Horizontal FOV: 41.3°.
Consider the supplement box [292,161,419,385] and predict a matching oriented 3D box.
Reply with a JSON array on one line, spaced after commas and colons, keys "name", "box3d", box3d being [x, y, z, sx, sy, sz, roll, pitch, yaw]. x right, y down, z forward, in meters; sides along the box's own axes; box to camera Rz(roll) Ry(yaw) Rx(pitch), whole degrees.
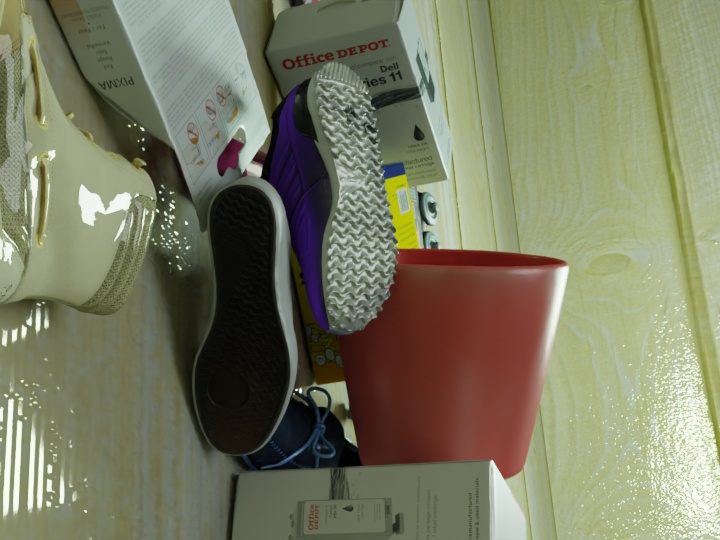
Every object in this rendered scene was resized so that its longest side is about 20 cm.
[{"name": "supplement box", "box3d": [0.000, 0.000, 0.956, 0.110, 0.109, 0.201, -32, 111, -74]}]

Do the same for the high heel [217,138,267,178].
[{"name": "high heel", "box3d": [-0.065, -0.074, 0.794, 0.200, 0.096, 0.068, 41, 42, -67]}]

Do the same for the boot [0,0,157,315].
[{"name": "boot", "box3d": [-0.166, -0.077, 0.482, 0.155, 0.073, 0.201, 17, 66, -72]}]

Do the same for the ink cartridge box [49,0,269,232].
[{"name": "ink cartridge box", "box3d": [-0.134, -0.150, 0.677, 0.162, 0.050, 0.200, -69, 150, -52]}]

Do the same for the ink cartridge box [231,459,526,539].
[{"name": "ink cartridge box", "box3d": [0.019, 0.210, 0.735, 0.147, 0.199, 0.083, 57, 32, -55]}]

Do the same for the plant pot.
[{"name": "plant pot", "box3d": [0.071, 0.075, 0.806, 0.200, 0.200, 0.178, -15, 107, -74]}]

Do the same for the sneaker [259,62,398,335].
[{"name": "sneaker", "box3d": [-0.033, -0.047, 0.728, 0.069, 0.099, 0.201, 6, 76, -43]}]

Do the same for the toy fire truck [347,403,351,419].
[{"name": "toy fire truck", "box3d": [0.038, 0.148, 1.006, 0.200, 0.141, 0.049, 23, 65, -54]}]

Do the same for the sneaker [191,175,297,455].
[{"name": "sneaker", "box3d": [-0.076, 0.031, 0.692, 0.085, 0.073, 0.201, -75, 172, -78]}]

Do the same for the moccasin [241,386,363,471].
[{"name": "moccasin", "box3d": [-0.044, 0.135, 0.796, 0.200, 0.068, 0.081, 47, 37, -64]}]

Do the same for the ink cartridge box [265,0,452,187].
[{"name": "ink cartridge box", "box3d": [0.003, -0.183, 1.012, 0.083, 0.146, 0.200, -80, 155, -47]}]

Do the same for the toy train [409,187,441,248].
[{"name": "toy train", "box3d": [0.051, -0.028, 1.223, 0.114, 0.085, 0.201, 11, 72, -60]}]

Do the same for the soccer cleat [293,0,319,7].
[{"name": "soccer cleat", "box3d": [-0.051, -0.351, 1.049, 0.068, 0.073, 0.200, -83, 159, -48]}]
